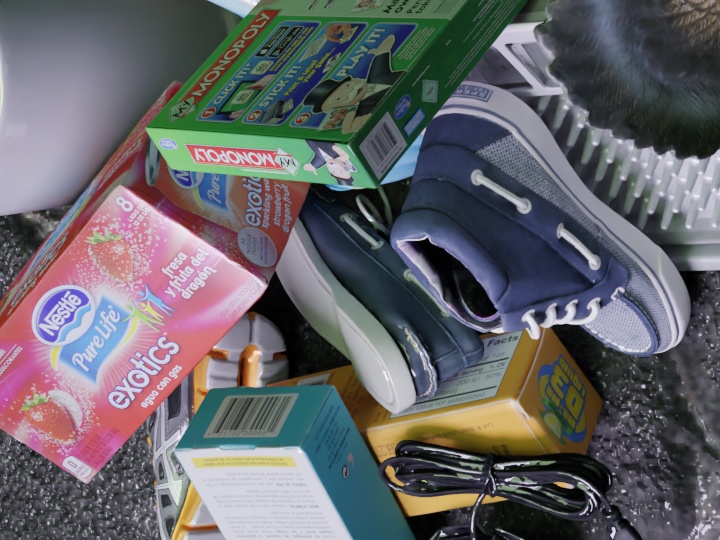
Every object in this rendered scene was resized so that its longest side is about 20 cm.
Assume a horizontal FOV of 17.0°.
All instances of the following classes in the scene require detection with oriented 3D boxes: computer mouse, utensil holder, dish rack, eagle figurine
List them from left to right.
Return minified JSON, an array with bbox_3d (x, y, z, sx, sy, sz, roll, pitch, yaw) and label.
[{"bbox_3d":[-0.185,-0.113,1.342,0.170,0.200,0.170,8,103,35],"label":"utensil holder"},{"bbox_3d":[0.098,0.166,1.258,0.140,0.046,0.200,0,121,31],"label":"computer mouse"},{"bbox_3d":[0.115,-0.070,1.159,0.171,0.200,0.044,-2,55,38],"label":"dish rack"},{"bbox_3d":[0.181,-0.133,1.025,0.199,0.152,0.151,-8,98,15],"label":"eagle figurine"}]

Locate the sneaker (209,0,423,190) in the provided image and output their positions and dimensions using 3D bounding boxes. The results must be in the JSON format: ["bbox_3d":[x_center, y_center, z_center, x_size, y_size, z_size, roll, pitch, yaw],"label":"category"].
[{"bbox_3d":[-0.027,-0.105,1.248,0.131,0.200,0.080,-58,23,35],"label":"sneaker"}]

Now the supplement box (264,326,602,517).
[{"bbox_3d":[0.028,0.087,1.292,0.200,0.069,0.067,-12,125,38],"label":"supplement box"}]

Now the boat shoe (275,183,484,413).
[{"bbox_3d":[0.000,0.000,1.295,0.200,0.062,0.075,48,157,53],"label":"boat shoe"}]

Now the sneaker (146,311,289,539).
[{"bbox_3d":[-0.089,0.113,1.396,0.077,0.078,0.201,21,107,46],"label":"sneaker"}]

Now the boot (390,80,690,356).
[{"bbox_3d":[0.085,0.004,1.164,0.073,0.200,0.090,-6,51,44],"label":"boot"}]

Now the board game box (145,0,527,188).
[{"bbox_3d":[0.008,-0.118,1.111,0.134,0.200,0.029,7,138,45],"label":"board game box"}]

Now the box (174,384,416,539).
[{"bbox_3d":[-0.017,0.150,1.291,0.082,0.049,0.200,-3,130,32],"label":"box"}]

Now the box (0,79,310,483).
[{"bbox_3d":[-0.124,0.009,1.287,0.095,0.100,0.200,35,130,-11],"label":"box"}]
